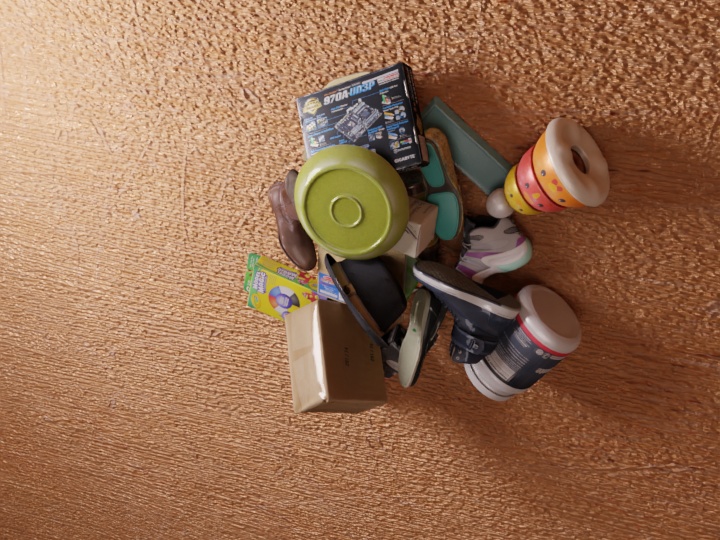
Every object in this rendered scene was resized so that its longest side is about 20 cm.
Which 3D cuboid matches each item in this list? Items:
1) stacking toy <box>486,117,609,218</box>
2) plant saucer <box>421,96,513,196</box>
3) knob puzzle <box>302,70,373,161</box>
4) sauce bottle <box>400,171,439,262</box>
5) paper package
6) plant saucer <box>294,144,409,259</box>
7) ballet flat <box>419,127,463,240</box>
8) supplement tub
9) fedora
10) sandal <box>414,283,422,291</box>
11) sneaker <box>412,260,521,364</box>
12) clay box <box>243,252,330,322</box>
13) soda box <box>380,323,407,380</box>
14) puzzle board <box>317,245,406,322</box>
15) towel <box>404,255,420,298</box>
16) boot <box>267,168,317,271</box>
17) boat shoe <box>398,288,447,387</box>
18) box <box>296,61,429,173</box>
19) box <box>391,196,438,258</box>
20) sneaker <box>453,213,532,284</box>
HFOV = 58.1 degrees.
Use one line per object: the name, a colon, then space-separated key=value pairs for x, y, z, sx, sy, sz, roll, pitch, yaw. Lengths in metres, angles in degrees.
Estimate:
stacking toy: x=0.284 y=-0.135 z=1.046 sx=0.146 sy=0.147 sz=0.199 roll=45 pitch=137 yaw=-12
plant saucer: x=0.178 y=-0.202 z=1.103 sx=0.199 sy=0.019 sz=0.070 roll=40 pitch=128 yaw=-9
knob puzzle: x=-0.002 y=-0.251 z=1.128 sx=0.215 sy=0.031 sz=0.224 roll=12 pitch=123 yaw=20
sauce bottle: x=0.112 y=-0.077 z=1.182 sx=0.063 sy=0.065 sz=0.203 roll=-4 pitch=121 yaw=23
paper package: x=-0.047 y=0.176 z=1.286 sx=0.102 sy=0.204 sz=0.189 roll=-25 pitch=154 yaw=36
plant saucer: x=-0.019 y=-0.100 z=1.047 sx=0.195 sy=0.031 sz=0.204 roll=8 pitch=122 yaw=13
ballet flat: x=0.140 y=-0.149 z=1.106 sx=0.069 sy=0.071 sz=0.203 roll=-6 pitch=124 yaw=24
supplement tub: x=0.298 y=0.138 z=1.207 sx=0.139 sy=0.141 sz=0.201 roll=34 pitch=128 yaw=-4
fedora: x=0.021 y=0.034 z=1.143 sx=0.091 sy=0.201 sz=0.202 roll=-34 pitch=109 yaw=4
sandal: x=0.050 y=0.039 z=1.288 sx=0.205 sy=0.060 sz=0.080 roll=-29 pitch=109 yaw=33
sneaker: x=0.161 y=0.080 z=1.145 sx=0.199 sy=0.077 sz=0.148 roll=26 pitch=119 yaw=0
clay box: x=-0.164 y=0.049 z=1.384 sx=0.196 sy=0.048 sz=0.116 roll=21 pitch=127 yaw=5
soda box: x=0.032 y=0.200 z=1.401 sx=0.071 sy=0.064 sz=0.199 roll=44 pitch=127 yaw=-12
puzzle board: x=0.000 y=0.000 z=1.229 sx=0.197 sy=0.017 sz=0.154 roll=17 pitch=118 yaw=31
towel: x=0.025 y=-0.020 z=1.232 sx=0.199 sy=0.031 sz=0.150 roll=42 pitch=127 yaw=16
boot: x=-0.106 y=-0.085 z=1.179 sx=0.189 sy=0.064 sz=0.199 roll=64 pitch=161 yaw=-10
boat shoe: x=0.125 y=0.140 z=1.286 sx=0.066 sy=0.072 sz=0.204 roll=9 pitch=102 yaw=-27
box: x=0.001 y=-0.226 z=1.052 sx=0.196 sy=0.046 sz=0.163 roll=-13 pitch=88 yaw=23
box: x=0.029 y=-0.098 z=1.122 sx=0.197 sy=0.082 sz=0.070 roll=21 pitch=128 yaw=20
sneaker: x=0.194 y=-0.042 z=1.168 sx=0.198 sy=0.078 sz=0.141 roll=-31 pitch=106 yaw=18
